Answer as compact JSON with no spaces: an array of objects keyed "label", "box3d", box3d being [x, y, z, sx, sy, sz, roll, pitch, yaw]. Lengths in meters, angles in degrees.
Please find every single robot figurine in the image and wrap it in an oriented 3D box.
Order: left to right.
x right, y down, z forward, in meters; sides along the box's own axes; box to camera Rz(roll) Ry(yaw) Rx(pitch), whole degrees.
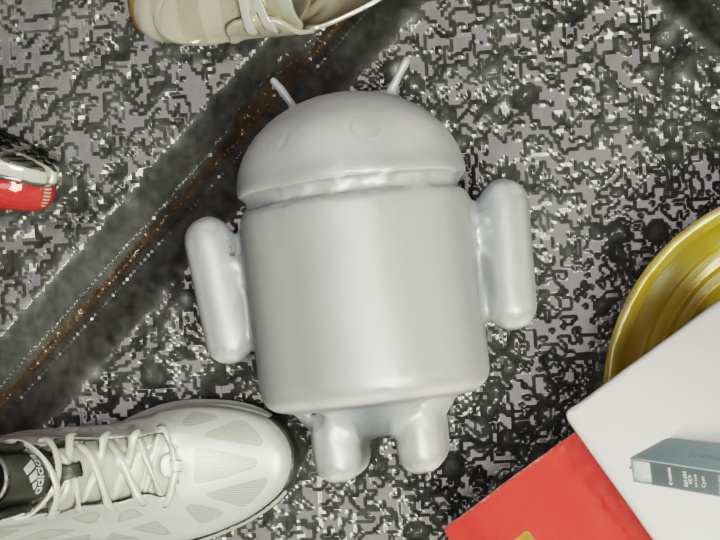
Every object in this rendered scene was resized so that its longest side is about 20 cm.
[{"label":"robot figurine","box3d":[0.000,0.000,0.876,0.169,0.113,0.201,-6,87,2]}]

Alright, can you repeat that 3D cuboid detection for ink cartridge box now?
[{"label":"ink cartridge box","box3d":[0.154,0.143,0.799,0.176,0.045,0.200,-38,71,7]}]

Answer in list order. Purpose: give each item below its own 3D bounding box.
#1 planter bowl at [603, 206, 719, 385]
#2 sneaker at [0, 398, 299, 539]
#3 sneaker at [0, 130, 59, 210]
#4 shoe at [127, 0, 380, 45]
[{"label":"planter bowl","box3d":[0.220,0.061,0.869,0.200,0.083,0.201,-1,87,13]},{"label":"sneaker","box3d":[-0.132,0.107,0.879,0.200,0.115,0.076,-8,87,3]},{"label":"sneaker","box3d":[-0.247,-0.033,0.923,0.199,0.077,0.085,0,99,10]},{"label":"shoe","box3d":[-0.022,-0.160,0.901,0.200,0.053,0.070,-22,131,0]}]
